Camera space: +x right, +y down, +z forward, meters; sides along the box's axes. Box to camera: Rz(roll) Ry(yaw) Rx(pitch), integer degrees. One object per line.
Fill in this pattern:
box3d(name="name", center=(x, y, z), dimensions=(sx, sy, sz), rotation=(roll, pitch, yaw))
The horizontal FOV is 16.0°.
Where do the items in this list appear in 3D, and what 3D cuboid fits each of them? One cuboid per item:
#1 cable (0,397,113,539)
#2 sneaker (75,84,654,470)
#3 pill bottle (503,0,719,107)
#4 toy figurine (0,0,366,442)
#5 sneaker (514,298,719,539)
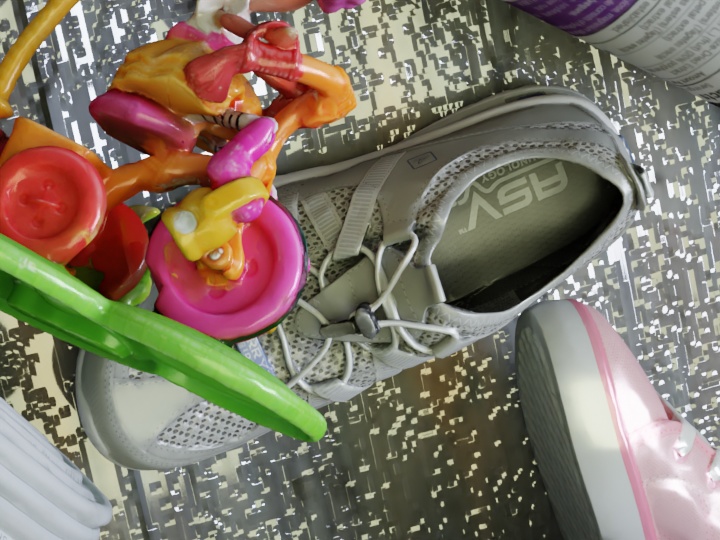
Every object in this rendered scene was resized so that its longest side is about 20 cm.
box3d(name="cable", center=(-0.157, 0.029, 0.712), dimensions=(0.200, 0.200, 0.069), rotation=(42, 81, -5))
box3d(name="sneaker", center=(0.000, 0.000, 0.808), dimensions=(0.200, 0.082, 0.075), rotation=(-31, 106, -7))
box3d(name="pill bottle", center=(0.110, -0.114, 0.800), dimensions=(0.200, 0.111, 0.111), rotation=(24, 94, -17))
box3d(name="toy figurine", center=(-0.060, -0.073, 0.748), dimensions=(0.200, 0.150, 0.184), rotation=(25, 82, 16))
box3d(name="sneaker", center=(0.123, 0.083, 0.858), dimensions=(0.105, 0.075, 0.200), rotation=(-23, 113, -5))
